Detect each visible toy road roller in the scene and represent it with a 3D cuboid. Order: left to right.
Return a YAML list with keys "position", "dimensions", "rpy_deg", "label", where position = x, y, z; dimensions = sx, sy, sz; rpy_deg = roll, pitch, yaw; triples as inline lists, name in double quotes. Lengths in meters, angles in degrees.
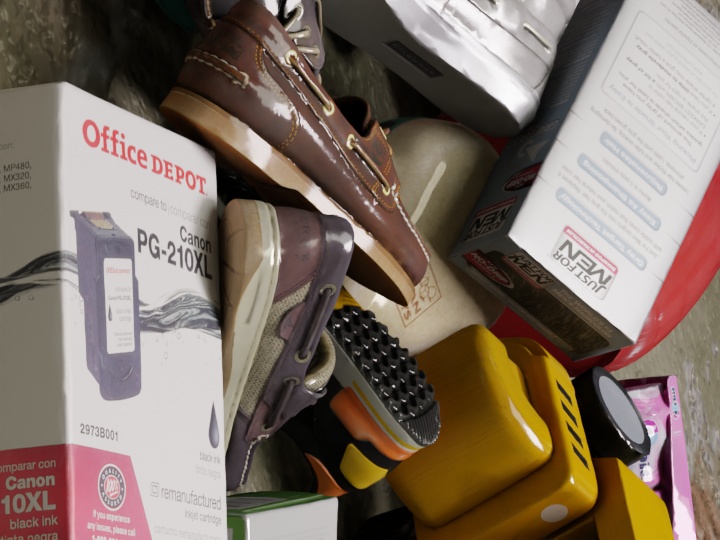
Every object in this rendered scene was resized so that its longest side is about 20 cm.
- position: [0.075, 0.121, 1.432]
  dimensions: [0.146, 0.123, 0.201]
  rpy_deg: [41, 26, -38]
  label: "toy road roller"

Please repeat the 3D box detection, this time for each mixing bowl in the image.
- position: [0.121, -0.008, 1.620]
  dimensions: [0.200, 0.199, 0.109]
  rpy_deg: [60, 36, -41]
  label: "mixing bowl"

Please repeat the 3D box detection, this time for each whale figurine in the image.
- position: [0.000, 0.000, 1.499]
  dimensions: [0.200, 0.103, 0.160]
  rpy_deg: [-43, 125, -32]
  label: "whale figurine"

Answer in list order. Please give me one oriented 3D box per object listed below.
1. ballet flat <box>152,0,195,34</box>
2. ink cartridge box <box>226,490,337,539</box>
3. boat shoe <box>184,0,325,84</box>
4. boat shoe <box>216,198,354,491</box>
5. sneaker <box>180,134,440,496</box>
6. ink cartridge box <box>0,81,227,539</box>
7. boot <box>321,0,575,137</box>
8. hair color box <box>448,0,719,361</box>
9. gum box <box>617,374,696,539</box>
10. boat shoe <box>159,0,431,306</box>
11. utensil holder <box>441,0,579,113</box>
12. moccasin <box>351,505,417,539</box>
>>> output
- position: [-0.096, -0.172, 1.353]
  dimensions: [0.200, 0.069, 0.071]
  rpy_deg: [25, 44, -62]
  label: "ballet flat"
- position: [-0.056, 0.210, 1.313]
  dimensions: [0.104, 0.059, 0.201]
  rpy_deg: [-1, 90, -66]
  label: "ink cartridge box"
- position: [-0.045, -0.121, 1.329]
  dimensions: [0.074, 0.074, 0.200]
  rpy_deg: [61, -8, 23]
  label: "boat shoe"
- position: [-0.043, 0.042, 1.297]
  dimensions: [0.200, 0.064, 0.072]
  rpy_deg: [103, -14, -48]
  label: "boat shoe"
- position: [-0.050, 0.028, 1.378]
  dimensions: [0.200, 0.090, 0.070]
  rpy_deg: [52, 23, 1]
  label: "sneaker"
- position: [-0.126, 0.032, 1.185]
  dimensions: [0.145, 0.084, 0.201]
  rpy_deg: [23, 62, -64]
  label: "ink cartridge box"
- position: [0.033, -0.162, 1.453]
  dimensions: [0.200, 0.073, 0.096]
  rpy_deg: [38, 66, -34]
  label: "boot"
- position: [0.137, -0.062, 1.504]
  dimensions: [0.099, 0.061, 0.201]
  rpy_deg: [39, 60, -20]
  label: "hair color box"
- position: [0.127, 0.124, 1.608]
  dimensions: [0.200, 0.066, 0.114]
  rpy_deg: [168, -84, -70]
  label: "gum box"
- position: [-0.016, -0.053, 1.301]
  dimensions: [0.071, 0.070, 0.200]
  rpy_deg: [-59, 142, -12]
  label: "boat shoe"
- position: [0.105, -0.193, 1.676]
  dimensions: [0.170, 0.169, 0.201]
  rpy_deg: [-55, 131, -57]
  label: "utensil holder"
- position: [0.003, 0.188, 1.458]
  dimensions: [0.201, 0.073, 0.078]
  rpy_deg: [-37, 107, -74]
  label: "moccasin"
